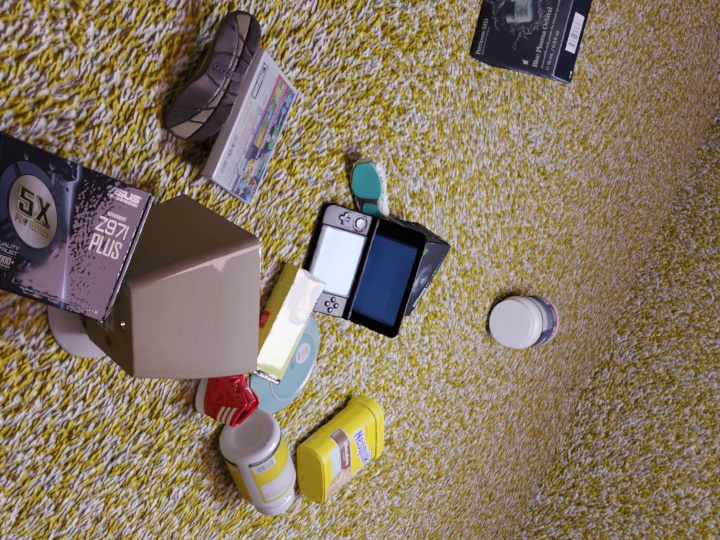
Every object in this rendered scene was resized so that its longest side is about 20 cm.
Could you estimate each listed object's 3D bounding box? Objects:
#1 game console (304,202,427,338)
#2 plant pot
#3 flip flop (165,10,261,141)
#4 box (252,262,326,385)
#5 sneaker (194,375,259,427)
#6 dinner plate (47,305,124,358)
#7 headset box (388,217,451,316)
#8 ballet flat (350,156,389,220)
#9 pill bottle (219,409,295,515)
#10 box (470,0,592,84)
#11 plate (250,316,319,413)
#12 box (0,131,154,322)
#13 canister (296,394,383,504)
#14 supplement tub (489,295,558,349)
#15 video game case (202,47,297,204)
[{"bbox_3d":[0.000,0.000,1.697,0.174,0.116,0.203,15,95,-32],"label":"game console"},{"bbox_3d":[-0.263,0.035,1.251,0.175,0.199,0.203,-17,122,-39],"label":"plant pot"},{"bbox_3d":[-0.207,-0.274,1.312,0.080,0.058,0.202,25,96,-29],"label":"flip flop"},{"bbox_3d":[-0.138,0.094,1.637,0.075,0.050,0.202,30,82,-40],"label":"box"},{"bbox_3d":[-0.202,0.160,1.525,0.078,0.114,0.203,-17,122,-53],"label":"sneaker"},{"bbox_3d":[-0.350,0.030,1.304,0.200,0.024,0.203,-37,137,-44],"label":"dinner plate"},{"bbox_3d":[0.076,-0.004,1.828,0.176,0.092,0.200,-59,162,9],"label":"headset box"},{"bbox_3d":[0.022,-0.148,1.765,0.072,0.071,0.202,-47,148,-32],"label":"ballet flat"},{"bbox_3d":[-0.179,0.354,1.680,0.112,0.111,0.202,-48,143,-32],"label":"pill bottle"},{"bbox_3d":[0.360,-0.515,1.948,0.117,0.198,0.200,-4,111,-57],"label":"box"},{"bbox_3d":[-0.132,0.174,1.736,0.199,0.025,0.203,-34,133,-44],"label":"plate"},{"bbox_3d":[-0.368,-0.052,1.083,0.198,0.086,0.166,23,88,-31],"label":"box"},{"bbox_3d":[-0.042,0.373,1.939,0.199,0.086,0.151,-34,134,-43],"label":"canister"},{"bbox_3d":[0.445,0.139,2.527,0.199,0.139,0.143,0,108,-58],"label":"supplement tub"},{"bbox_3d":[-0.164,-0.214,1.412,0.182,0.023,0.203,36,75,-76],"label":"video game case"}]
